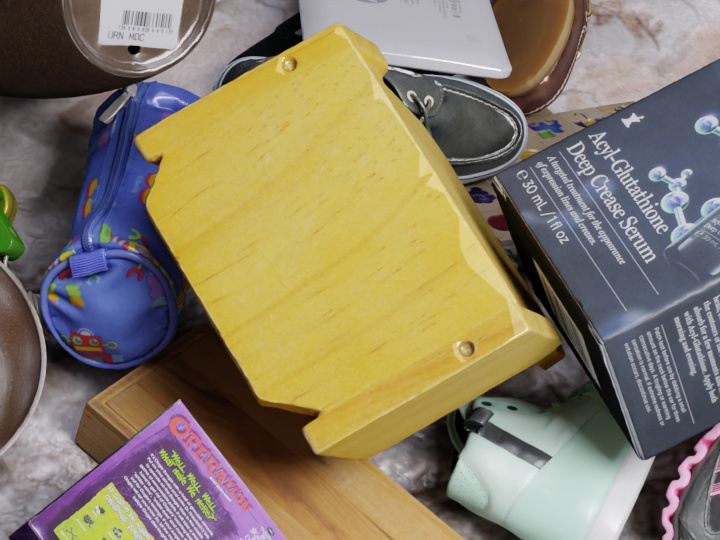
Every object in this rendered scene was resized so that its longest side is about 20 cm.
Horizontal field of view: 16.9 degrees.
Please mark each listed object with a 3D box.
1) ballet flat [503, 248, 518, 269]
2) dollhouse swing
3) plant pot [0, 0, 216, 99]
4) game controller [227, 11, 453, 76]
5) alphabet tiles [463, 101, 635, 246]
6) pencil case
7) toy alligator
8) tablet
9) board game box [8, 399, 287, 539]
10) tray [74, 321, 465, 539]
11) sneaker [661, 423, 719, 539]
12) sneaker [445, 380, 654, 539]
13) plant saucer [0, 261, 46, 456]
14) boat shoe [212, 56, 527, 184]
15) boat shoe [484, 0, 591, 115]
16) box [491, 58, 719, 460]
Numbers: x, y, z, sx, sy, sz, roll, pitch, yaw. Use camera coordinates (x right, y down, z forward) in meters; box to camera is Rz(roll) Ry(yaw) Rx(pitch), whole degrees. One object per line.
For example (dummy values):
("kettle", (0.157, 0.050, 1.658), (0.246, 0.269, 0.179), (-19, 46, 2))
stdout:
("ballet flat", (0.008, 0.007, 1.418), (0.199, 0.067, 0.064), (9, 83, -38))
("dollhouse swing", (0.000, 0.000, 1.328), (0.181, 0.176, 0.200), (-30, 73, -8))
("plant pot", (-0.165, -0.173, 1.380), (0.186, 0.188, 0.200), (-8, 19, -29))
("game controller", (-0.006, -0.136, 1.575), (0.104, 0.042, 0.200), (23, 36, 24))
("alphabet tiles", (0.125, -0.072, 1.551), (0.199, 0.008, 0.167), (-10, 35, -30))
("pencil case", (-0.127, -0.034, 1.373), (0.078, 0.087, 0.200), (-16, 32, 17))
("toy alligator", (-0.228, -0.031, 1.372), (0.054, 0.059, 0.200), (-32, 63, 9))
("tablet", (0.024, -0.168, 1.552), (0.129, 0.014, 0.200), (7, 23, -6))
("board game box", (-0.070, 0.175, 1.190), (0.120, 0.032, 0.200), (-38, 91, -39))
("tray", (-0.047, 0.119, 1.303), (0.200, 0.037, 0.099), (38, 45, 18))
("sneaker", (0.235, 0.107, 1.329), (0.079, 0.201, 0.095), (28, -10, -39))
("sneaker", (0.117, 0.076, 1.386), (0.118, 0.074, 0.201), (24, 41, 8))
("plant saucer", (-0.267, 0.049, 1.276), (0.199, 0.032, 0.201), (8, 47, -9))
("boat shoe", (0.011, -0.090, 1.451), (0.199, 0.057, 0.069), (7, 88, -17))
("boat shoe", (0.127, -0.172, 1.641), (0.070, 0.070, 0.201), (52, 33, -35))
("box", (0.198, -0.019, 1.314), (0.199, 0.107, 0.149), (-27, 44, -3))
